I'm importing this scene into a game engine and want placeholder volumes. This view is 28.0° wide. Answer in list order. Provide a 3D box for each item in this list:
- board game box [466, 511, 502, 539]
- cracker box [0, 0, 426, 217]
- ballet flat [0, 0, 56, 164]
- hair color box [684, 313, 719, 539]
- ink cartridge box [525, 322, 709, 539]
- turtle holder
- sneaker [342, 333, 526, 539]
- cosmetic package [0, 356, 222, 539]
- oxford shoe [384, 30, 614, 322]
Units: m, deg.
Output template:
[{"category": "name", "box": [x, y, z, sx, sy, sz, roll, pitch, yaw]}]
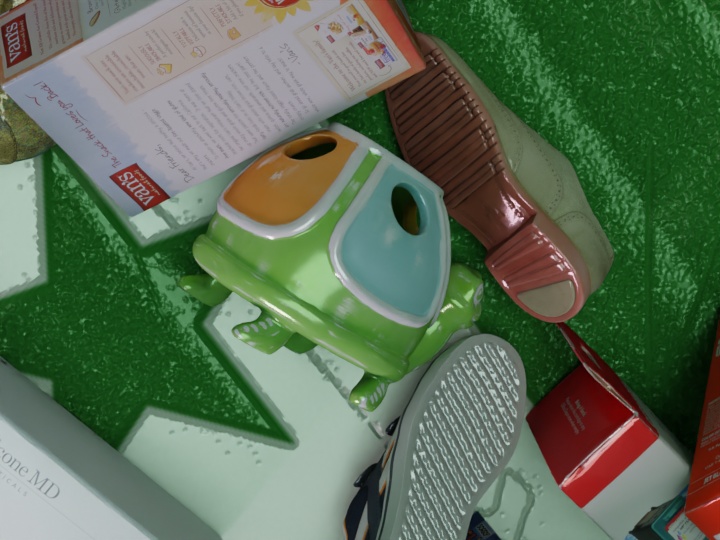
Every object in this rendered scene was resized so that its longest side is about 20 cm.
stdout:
[{"category": "board game box", "box": [0.117, 0.237, 0.870, 0.034, 0.200, 0.136, -34, 103, -4]}, {"category": "cracker box", "box": [-0.080, -0.124, 0.790, 0.199, 0.058, 0.134, -26, 143, 10]}, {"category": "ballet flat", "box": [-0.203, -0.163, 0.827, 0.070, 0.071, 0.202, -6, 99, -10]}, {"category": "hair color box", "box": [0.268, 0.102, 0.884, 0.111, 0.201, 0.064, 43, 128, -14]}, {"category": "ink cartridge box", "box": [0.174, 0.130, 0.906, 0.067, 0.116, 0.200, -43, 103, 7]}, {"category": "turtle holder", "box": [-0.001, -0.001, 0.844, 0.185, 0.141, 0.132, 31, 90, -12]}, {"category": "sneaker", "box": [0.038, 0.134, 0.909, 0.078, 0.079, 0.202, 29, 72, -17]}, {"category": "cosmetic package", "box": [-0.211, 0.190, 0.843, 0.199, 0.123, 0.200, 41, 88, -14]}, {"category": "oxford shoe", "box": [0.086, -0.065, 0.899, 0.074, 0.071, 0.201, -36, 96, -44]}]
